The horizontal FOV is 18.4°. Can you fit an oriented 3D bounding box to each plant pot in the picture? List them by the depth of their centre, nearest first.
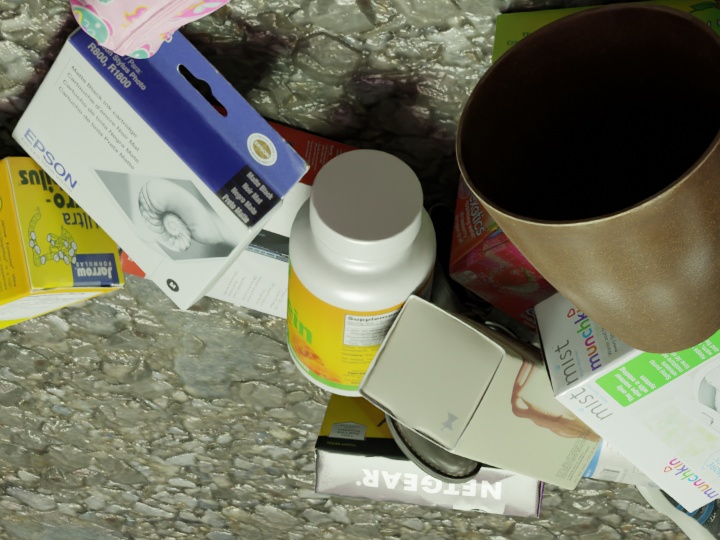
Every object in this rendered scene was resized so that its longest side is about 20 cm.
[{"bbox_3d":[0.184,-0.041,1.480,0.186,0.188,0.200,-7,139,23],"label":"plant pot"}]

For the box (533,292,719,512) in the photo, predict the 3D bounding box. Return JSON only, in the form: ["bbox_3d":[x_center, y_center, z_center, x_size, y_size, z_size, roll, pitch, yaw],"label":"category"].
[{"bbox_3d":[0.257,0.064,1.656,0.176,0.097,0.200,-31,133,21],"label":"box"}]

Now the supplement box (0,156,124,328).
[{"bbox_3d":[-0.305,-0.013,1.794,0.199,0.110,0.109,-18,172,35],"label":"supplement box"}]

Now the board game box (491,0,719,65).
[{"bbox_3d":[0.201,-0.139,1.562,0.198,0.048,0.102,-3,146,18],"label":"board game box"}]

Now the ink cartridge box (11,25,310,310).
[{"bbox_3d":[-0.154,-0.088,1.654,0.200,0.041,0.200,45,142,2],"label":"ink cartridge box"}]

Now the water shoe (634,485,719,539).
[{"bbox_3d":[0.307,0.191,2.054,0.079,0.072,0.200,-36,130,13],"label":"water shoe"}]

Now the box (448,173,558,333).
[{"bbox_3d":[0.172,-0.007,1.727,0.199,0.100,0.095,32,141,-31],"label":"box"}]

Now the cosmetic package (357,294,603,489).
[{"bbox_3d":[0.101,0.094,1.682,0.103,0.088,0.200,32,-175,33],"label":"cosmetic package"}]

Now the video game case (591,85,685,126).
[{"bbox_3d":[0.261,-0.084,1.570,0.199,0.023,0.182,-12,142,28],"label":"video game case"}]

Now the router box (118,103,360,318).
[{"bbox_3d":[-0.087,-0.044,1.781,0.178,0.049,0.200,16,147,-11],"label":"router box"}]

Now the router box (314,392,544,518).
[{"bbox_3d":[0.067,0.150,1.950,0.198,0.149,0.051,5,116,6],"label":"router box"}]

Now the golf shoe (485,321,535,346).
[{"bbox_3d":[0.110,0.083,1.892,0.077,0.095,0.200,-16,-165,-24],"label":"golf shoe"}]

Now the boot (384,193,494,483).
[{"bbox_3d":[0.067,0.059,1.793,0.069,0.201,0.174,-17,164,-25],"label":"boot"}]

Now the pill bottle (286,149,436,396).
[{"bbox_3d":[0.000,0.000,1.678,0.110,0.112,0.201,8,147,2],"label":"pill bottle"}]

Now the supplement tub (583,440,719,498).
[{"bbox_3d":[0.270,0.121,1.873,0.198,0.133,0.132,8,148,-1],"label":"supplement tub"}]

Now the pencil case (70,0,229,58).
[{"bbox_3d":[-0.111,-0.213,1.492,0.087,0.088,0.199,31,143,-31],"label":"pencil case"}]
